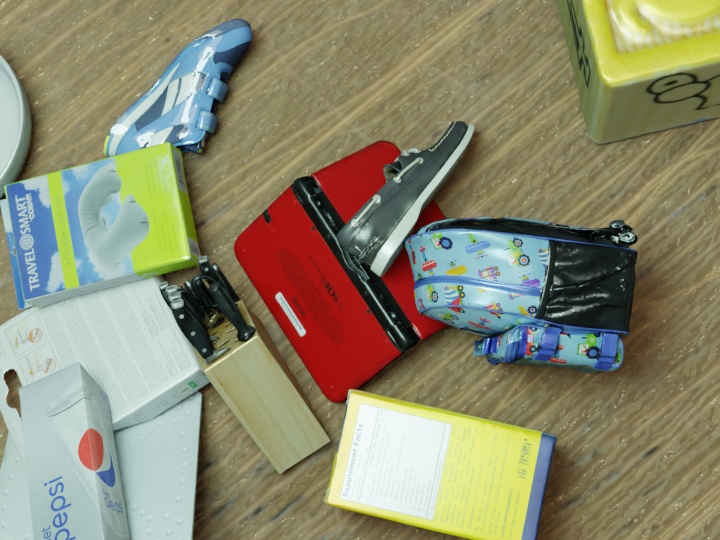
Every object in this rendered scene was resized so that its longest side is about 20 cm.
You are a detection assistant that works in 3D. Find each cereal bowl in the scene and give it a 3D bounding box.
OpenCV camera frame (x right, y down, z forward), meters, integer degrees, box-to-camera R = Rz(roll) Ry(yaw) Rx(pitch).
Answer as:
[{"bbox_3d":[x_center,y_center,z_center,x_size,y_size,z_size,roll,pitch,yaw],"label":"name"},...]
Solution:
[{"bbox_3d":[-0.429,-0.141,1.422,0.197,0.083,0.203,-1,80,6],"label":"cereal bowl"}]

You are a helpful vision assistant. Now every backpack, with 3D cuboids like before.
[{"bbox_3d":[0.138,0.019,1.275,0.197,0.183,0.137,6,85,-9],"label":"backpack"}]

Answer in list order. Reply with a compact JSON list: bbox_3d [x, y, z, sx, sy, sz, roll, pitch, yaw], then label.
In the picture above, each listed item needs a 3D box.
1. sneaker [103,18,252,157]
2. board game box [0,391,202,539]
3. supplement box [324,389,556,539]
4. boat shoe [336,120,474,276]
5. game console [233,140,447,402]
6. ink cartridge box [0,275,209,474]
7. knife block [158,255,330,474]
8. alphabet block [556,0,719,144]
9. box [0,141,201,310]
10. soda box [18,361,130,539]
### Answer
[{"bbox_3d":[-0.171,-0.169,1.410,0.082,0.074,0.200,43,94,9],"label":"sneaker"},{"bbox_3d":[-0.250,0.206,1.315,0.197,0.026,0.201,-9,39,4],"label":"board game box"},{"bbox_3d":[0.077,0.190,1.302,0.197,0.110,0.110,12,81,7],"label":"supplement box"},{"bbox_3d":[0.046,-0.083,1.345,0.060,0.074,0.201,33,63,4],"label":"boat shoe"},{"bbox_3d":[0.000,0.000,1.389,0.172,0.118,0.201,-41,76,29],"label":"game console"},{"bbox_3d":[-0.267,0.090,1.370,0.199,0.050,0.162,-32,65,3],"label":"ink cartridge box"},{"bbox_3d":[-0.113,0.089,1.304,0.064,0.176,0.201,-32,79,0],"label":"knife block"},{"bbox_3d":[0.293,-0.255,1.310,0.193,0.200,0.199,-14,79,3],"label":"alphabet block"},{"bbox_3d":[-0.264,-0.042,1.358,0.197,0.048,0.124,-14,79,8],"label":"box"},{"bbox_3d":[-0.258,0.186,1.245,0.068,0.064,0.202,-22,50,5],"label":"soda box"}]
